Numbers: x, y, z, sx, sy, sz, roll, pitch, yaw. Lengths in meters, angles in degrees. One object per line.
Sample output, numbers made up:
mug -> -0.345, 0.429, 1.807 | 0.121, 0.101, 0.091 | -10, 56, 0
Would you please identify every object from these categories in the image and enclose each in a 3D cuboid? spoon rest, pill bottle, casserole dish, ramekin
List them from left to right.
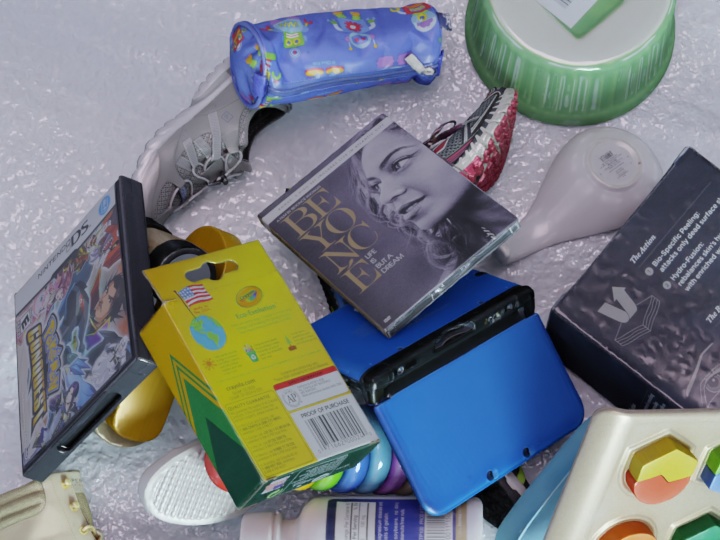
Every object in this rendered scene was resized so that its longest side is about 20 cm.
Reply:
pill bottle -> 0.002, 0.246, 1.685 | 0.199, 0.120, 0.120 | 0, 70, 3
spoon rest -> 0.188, -0.063, 1.838 | 0.200, 0.061, 0.099 | -31, 73, -24
ramekin -> 0.197, -0.243, 1.873 | 0.199, 0.098, 0.201 | 0, 70, 1
casserole dish -> 0.181, 0.200, 1.710 | 0.039, 0.121, 0.200 | 25, 69, 43

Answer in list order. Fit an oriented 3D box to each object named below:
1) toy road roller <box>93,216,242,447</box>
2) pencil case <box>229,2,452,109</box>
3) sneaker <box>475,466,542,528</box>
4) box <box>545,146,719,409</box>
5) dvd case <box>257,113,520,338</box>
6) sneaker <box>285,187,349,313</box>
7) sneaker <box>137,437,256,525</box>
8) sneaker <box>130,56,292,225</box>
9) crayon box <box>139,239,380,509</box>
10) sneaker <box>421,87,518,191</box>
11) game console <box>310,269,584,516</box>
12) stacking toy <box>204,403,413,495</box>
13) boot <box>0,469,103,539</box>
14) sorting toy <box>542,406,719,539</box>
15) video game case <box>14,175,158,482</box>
toy road roller -> -0.155, 0.059, 1.755 | 0.146, 0.123, 0.201 | 21, 94, -31
pencil case -> -0.017, -0.195, 1.842 | 0.199, 0.078, 0.087 | -9, 40, -21
sneaker -> 0.106, 0.133, 1.751 | 0.083, 0.072, 0.200 | -32, 80, -28
box -> 0.295, 0.039, 1.758 | 0.200, 0.117, 0.197 | 39, 75, 12
dvd case -> 0.021, -0.043, 1.738 | 0.149, 0.016, 0.200 | -40, 47, -10
sneaker -> 0.000, 0.000, 1.805 | 0.078, 0.066, 0.201 | -18, 70, -9
sneaker -> -0.113, 0.161, 1.720 | 0.199, 0.082, 0.074 | -16, 104, -36
sneaker -> -0.139, -0.105, 1.839 | 0.082, 0.075, 0.200 | 31, 73, 13
crayon box -> -0.087, 0.079, 1.617 | 0.127, 0.051, 0.200 | -15, 67, -41
sneaker -> 0.080, -0.100, 1.817 | 0.074, 0.081, 0.200 | 26, 55, 18
game console -> 0.062, 0.093, 1.713 | 0.200, 0.119, 0.170 | -27, 32, -37
stacking toy -> -0.039, 0.154, 1.680 | 0.199, 0.085, 0.086 | -4, 66, -34
boot -> -0.216, 0.239, 1.719 | 0.199, 0.073, 0.156 | -15, 69, 0
sorting toy -> 0.257, 0.190, 1.648 | 0.199, 0.186, 0.037 | 4, 33, -22
video game case -> -0.235, 0.048, 1.716 | 0.025, 0.181, 0.201 | 22, 41, -33
